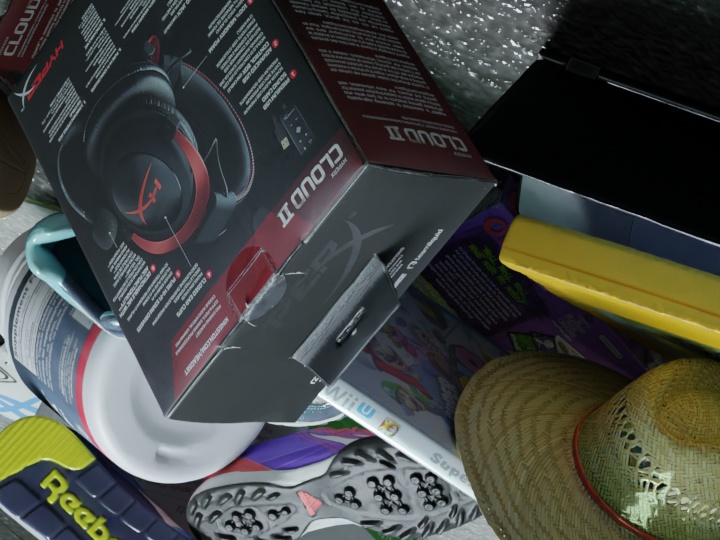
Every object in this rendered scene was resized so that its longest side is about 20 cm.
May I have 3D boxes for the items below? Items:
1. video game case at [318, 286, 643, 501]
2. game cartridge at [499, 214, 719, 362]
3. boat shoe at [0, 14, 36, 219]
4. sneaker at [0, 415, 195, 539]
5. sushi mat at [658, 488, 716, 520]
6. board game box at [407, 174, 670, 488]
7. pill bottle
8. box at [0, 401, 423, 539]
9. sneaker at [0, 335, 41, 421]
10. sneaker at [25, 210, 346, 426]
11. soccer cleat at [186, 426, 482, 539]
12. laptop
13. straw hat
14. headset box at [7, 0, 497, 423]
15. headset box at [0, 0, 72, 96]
[{"bbox_3d":[0.056,0.068,1.139,0.200,0.018,0.143,34,-158,-11],"label":"video game case"},{"bbox_3d":[0.181,0.034,1.089,0.176,0.033,0.200,19,177,36],"label":"game cartridge"},{"bbox_3d":[-0.192,-0.069,1.168,0.065,0.200,0.072,-26,112,14],"label":"boat shoe"},{"bbox_3d":[-0.135,0.166,1.389,0.200,0.074,0.082,51,176,5],"label":"sneaker"},{"bbox_3d":[0.198,0.118,1.243,0.199,0.012,0.096,-11,161,-3],"label":"sushi mat"},{"bbox_3d":[0.090,0.048,1.223,0.120,0.032,0.200,-23,119,39],"label":"board game box"},{"bbox_3d":[-0.142,0.038,1.398,0.119,0.120,0.200,39,175,-33],"label":"pill bottle"},{"bbox_3d":[-0.084,0.137,1.538,0.199,0.172,0.199,11,156,33],"label":"box"},{"bbox_3d":[-0.255,0.054,1.681,0.200,0.072,0.072,31,150,-25],"label":"sneaker"},{"bbox_3d":[-0.091,0.026,1.226,0.199,0.078,0.086,25,-170,22],"label":"sneaker"},{"bbox_3d":[-0.004,0.113,1.336,0.199,0.073,0.068,-14,117,29],"label":"soccer cleat"},{"bbox_3d":[0.141,-0.007,1.009,0.187,0.116,0.200,21,150,11],"label":"laptop"},{"bbox_3d":[0.148,0.087,1.093,0.201,0.201,0.085,31,124,-15],"label":"straw hat"},{"bbox_3d":[-0.045,-0.045,0.948,0.075,0.200,0.149,5,134,-44],"label":"headset box"},{"bbox_3d":[-0.073,-0.081,1.137,0.199,0.077,0.149,7,153,36],"label":"headset box"}]
